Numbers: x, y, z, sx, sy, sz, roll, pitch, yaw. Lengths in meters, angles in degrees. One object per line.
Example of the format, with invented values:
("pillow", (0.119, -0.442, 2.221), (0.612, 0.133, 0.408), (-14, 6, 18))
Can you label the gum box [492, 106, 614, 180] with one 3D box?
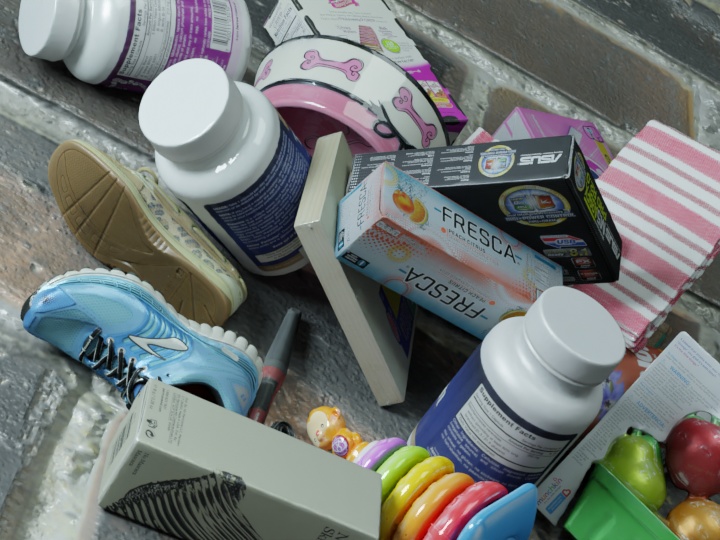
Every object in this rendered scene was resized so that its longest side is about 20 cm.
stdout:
("gum box", (0.214, -0.061, 1.640), (0.113, 0.066, 0.201), (7, 46, -38))

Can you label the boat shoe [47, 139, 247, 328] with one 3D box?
("boat shoe", (-0.178, -0.032, 1.388), (0.200, 0.073, 0.063), (48, 30, -2))

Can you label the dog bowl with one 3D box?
("dog bowl", (-0.022, -0.112, 1.505), (0.199, 0.200, 0.074), (33, 54, -3))

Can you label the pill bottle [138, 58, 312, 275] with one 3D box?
("pill bottle", (-0.104, -0.088, 1.393), (0.200, 0.110, 0.112), (51, 12, -54))

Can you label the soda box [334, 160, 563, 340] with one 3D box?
("soda box", (0.076, -0.007, 1.373), (0.199, 0.068, 0.064), (30, 42, -26))

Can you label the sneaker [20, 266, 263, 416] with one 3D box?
("sneaker", (-0.167, 0.068, 1.274), (0.198, 0.079, 0.091), (24, 40, -16))

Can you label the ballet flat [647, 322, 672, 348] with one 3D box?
("ballet flat", (0.260, 0.004, 1.700), (0.068, 0.067, 0.201), (17, 38, -50))

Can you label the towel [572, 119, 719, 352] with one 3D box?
("towel", (0.260, -0.036, 1.514), (0.146, 0.200, 0.030), (36, -10, 37))

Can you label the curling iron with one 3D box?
("curling iron", (-0.068, 0.095, 1.370), (0.050, 0.025, 0.201), (45, 26, -24))

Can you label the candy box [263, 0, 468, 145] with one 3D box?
("candy box", (0.004, -0.207, 1.736), (0.135, 0.061, 0.201), (-4, 52, -42))

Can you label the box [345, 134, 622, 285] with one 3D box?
("box", (0.108, -0.044, 1.416), (0.161, 0.198, 0.045), (55, 39, -50))

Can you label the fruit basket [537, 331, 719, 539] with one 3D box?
("fruit basket", (0.275, 0.187, 1.417), (0.185, 0.094, 0.200), (42, 80, 11))

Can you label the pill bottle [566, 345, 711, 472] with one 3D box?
("pill bottle", (0.246, 0.122, 1.519), (0.198, 0.113, 0.113), (14, 41, -27))

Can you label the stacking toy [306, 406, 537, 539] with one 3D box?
("stacking toy", (0.030, 0.172, 1.311), (0.199, 0.117, 0.109), (38, 31, 23))

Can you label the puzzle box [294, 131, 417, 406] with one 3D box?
("puzzle box", (0.000, 0.000, 1.426), (0.134, 0.025, 0.201), (-78, 150, -53))

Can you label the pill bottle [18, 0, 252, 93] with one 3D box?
("pill bottle", (-0.209, -0.222, 1.536), (0.198, 0.113, 0.113), (7, 44, -34))

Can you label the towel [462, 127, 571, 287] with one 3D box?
("towel", (0.125, -0.031, 1.535), (0.200, 0.146, 0.030), (41, -4, 39))

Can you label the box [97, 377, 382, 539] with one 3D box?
("box", (-0.087, 0.162, 1.229), (0.198, 0.082, 0.069), (24, 36, -14))

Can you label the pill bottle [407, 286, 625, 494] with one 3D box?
("pill bottle", (0.129, 0.109, 1.362), (0.110, 0.201, 0.112), (22, 37, -18))
